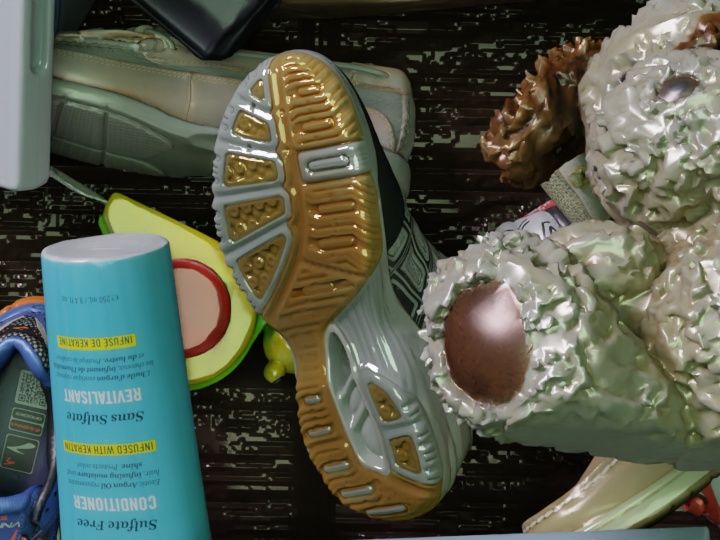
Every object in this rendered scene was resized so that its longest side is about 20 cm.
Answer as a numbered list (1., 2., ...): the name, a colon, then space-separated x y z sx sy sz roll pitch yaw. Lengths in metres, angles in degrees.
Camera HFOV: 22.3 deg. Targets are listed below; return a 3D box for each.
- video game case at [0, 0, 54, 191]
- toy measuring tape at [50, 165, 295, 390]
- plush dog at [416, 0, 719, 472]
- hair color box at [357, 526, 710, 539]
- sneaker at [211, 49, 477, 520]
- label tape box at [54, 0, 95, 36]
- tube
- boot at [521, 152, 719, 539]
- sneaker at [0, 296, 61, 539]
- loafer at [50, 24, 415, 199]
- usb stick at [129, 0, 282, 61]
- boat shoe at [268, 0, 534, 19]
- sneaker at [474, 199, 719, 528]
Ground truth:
1. video game case: -0.204 -0.141 0.738 0.199 0.024 0.183 16 113 29
2. toy measuring tape: -0.111 0.001 0.782 0.199 0.074 0.074 26 88 -3
3. plush dog: 0.131 -0.022 0.633 0.199 0.160 0.173 -14 64 26
4. hair color box: 0.034 0.155 0.682 0.199 0.061 0.099 -4 122 14
5. sneaker: 0.000 0.000 0.763 0.075 0.088 0.201 -3 111 31
6. label tape box: -0.167 -0.181 0.793 0.143 0.066 0.200 31 87 1
7. tube: -0.093 0.087 0.741 0.077 0.050 0.201 0 103 19
8. boot: 0.105 0.008 0.724 0.200 0.072 0.155 -41 83 -8
9. sneaker: -0.155 0.110 0.775 0.075 0.078 0.201 3 88 3
10. loafer: -0.072 -0.075 0.789 0.199 0.072 0.063 13 70 -11
11. usb stick: -0.117 -0.164 0.747 0.200 0.033 0.056 39 96 -1
12. boat shoe: 0.035 -0.147 0.790 0.199 0.072 0.065 -3 93 6
13. sneaker: 0.118 0.061 0.785 0.108 0.067 0.202 -21 85 0
